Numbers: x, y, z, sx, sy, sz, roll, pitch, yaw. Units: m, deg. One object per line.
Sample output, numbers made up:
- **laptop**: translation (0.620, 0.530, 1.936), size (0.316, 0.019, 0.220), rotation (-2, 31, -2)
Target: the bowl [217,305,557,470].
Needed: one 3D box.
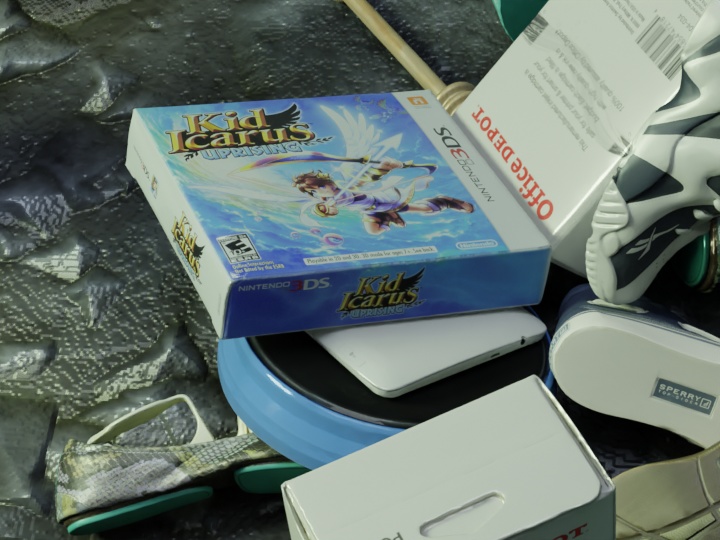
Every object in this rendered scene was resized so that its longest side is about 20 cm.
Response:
- **bowl**: translation (0.018, 0.048, 1.270), size (0.199, 0.040, 0.201), rotation (8, 33, -5)

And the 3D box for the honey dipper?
- **honey dipper**: translation (0.033, -0.141, 1.471), size (0.038, 0.038, 0.200), rotation (-27, 50, -15)

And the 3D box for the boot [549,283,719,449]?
- **boot**: translation (0.205, 0.062, 1.265), size (0.199, 0.073, 0.090), rotation (25, 21, -2)

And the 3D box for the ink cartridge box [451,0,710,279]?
- **ink cartridge box**: translation (0.166, -0.109, 1.321), size (0.200, 0.084, 0.146), rotation (-50, 41, 17)

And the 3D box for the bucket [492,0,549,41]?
- **bucket**: translation (0.159, -0.240, 1.432), size (0.206, 0.208, 0.135), rotation (-13, 58, -4)

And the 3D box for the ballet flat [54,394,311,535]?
- **ballet flat**: translation (-0.079, 0.101, 1.260), size (0.199, 0.072, 0.072), rotation (-10, 51, -1)

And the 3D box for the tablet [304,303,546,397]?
- **tablet**: translation (0.000, 0.000, 1.289), size (0.130, 0.014, 0.200), rotation (-18, 44, -37)

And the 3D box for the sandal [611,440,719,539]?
- **sandal**: translation (0.201, 0.128, 1.211), size (0.200, 0.054, 0.081), rotation (-34, 63, 7)

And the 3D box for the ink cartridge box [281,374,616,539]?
- **ink cartridge box**: translation (0.049, 0.163, 1.118), size (0.146, 0.200, 0.083), rotation (-22, 52, -12)

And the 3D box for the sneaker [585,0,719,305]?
- **sneaker**: translation (0.213, -0.045, 1.199), size (0.129, 0.200, 0.079), rotation (33, 18, 18)

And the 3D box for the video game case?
- **video game case**: translation (-0.016, -0.039, 1.289), size (0.199, 0.046, 0.181), rotation (-6, 36, -23)

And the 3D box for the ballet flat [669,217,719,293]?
- **ballet flat**: translation (0.210, -0.071, 1.376), size (0.074, 0.074, 0.201), rotation (-13, 55, -4)
